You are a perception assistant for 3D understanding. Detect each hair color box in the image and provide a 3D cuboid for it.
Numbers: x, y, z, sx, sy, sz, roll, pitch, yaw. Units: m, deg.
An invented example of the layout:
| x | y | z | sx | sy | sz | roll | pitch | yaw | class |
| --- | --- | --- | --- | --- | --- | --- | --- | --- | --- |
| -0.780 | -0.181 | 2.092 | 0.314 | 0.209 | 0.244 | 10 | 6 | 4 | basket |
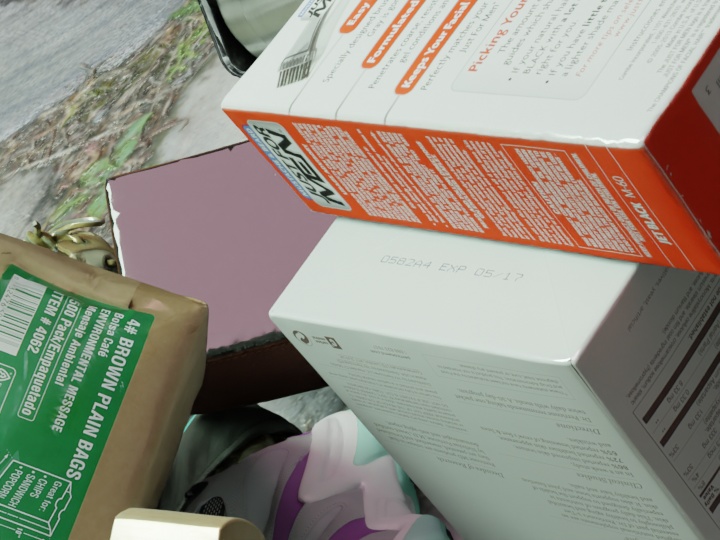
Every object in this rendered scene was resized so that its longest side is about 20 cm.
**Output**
| x | y | z | sx | sy | sz | roll | pitch | yaw | class |
| --- | --- | --- | --- | --- | --- | --- | --- | --- | --- |
| 0.059 | -0.068 | 0.658 | 0.200 | 0.064 | 0.111 | 12 | 60 | 49 | hair color box |

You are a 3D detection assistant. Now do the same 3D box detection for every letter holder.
| x | y | z | sx | sy | sz | roll | pitch | yaw | class |
| --- | --- | --- | --- | --- | --- | --- | --- | --- | --- |
| 0.000 | 0.000 | 0.960 | 0.199 | 0.142 | 0.101 | -15 | 69 | 7 | letter holder |

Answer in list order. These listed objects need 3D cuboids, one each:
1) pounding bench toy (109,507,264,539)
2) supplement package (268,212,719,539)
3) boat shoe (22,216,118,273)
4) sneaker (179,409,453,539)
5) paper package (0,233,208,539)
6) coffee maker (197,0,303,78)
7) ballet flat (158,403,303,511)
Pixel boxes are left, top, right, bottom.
| x | y | z | sx | sy | sz | roll | pitch | yaw | class |
| --- | --- | --- | --- | --- | --- | --- | --- | --- | --- |
| -0.045 | 0.196 | 0.690 | 0.124 | 0.200 | 0.156 | -6 | 45 | 38 | pounding bench toy |
| 0.106 | 0.031 | 0.736 | 0.152 | 0.200 | 0.151 | 8 | 55 | 49 | supplement package |
| -0.137 | 0.002 | 1.027 | 0.073 | 0.200 | 0.063 | -2 | 86 | 28 | boat shoe |
| -0.030 | 0.137 | 0.832 | 0.140 | 0.078 | 0.200 | -18 | 23 | -5 | sneaker |
| -0.137 | 0.104 | 0.781 | 0.191 | 0.103 | 0.201 | 118 | 172 | -77 | paper package |
| -0.014 | -0.211 | 1.132 | 0.200 | 0.192 | 0.135 | -9 | 37 | 49 | coffee maker |
| -0.084 | 0.139 | 0.927 | 0.068 | 0.068 | 0.200 | 3 | 52 | 36 | ballet flat |
